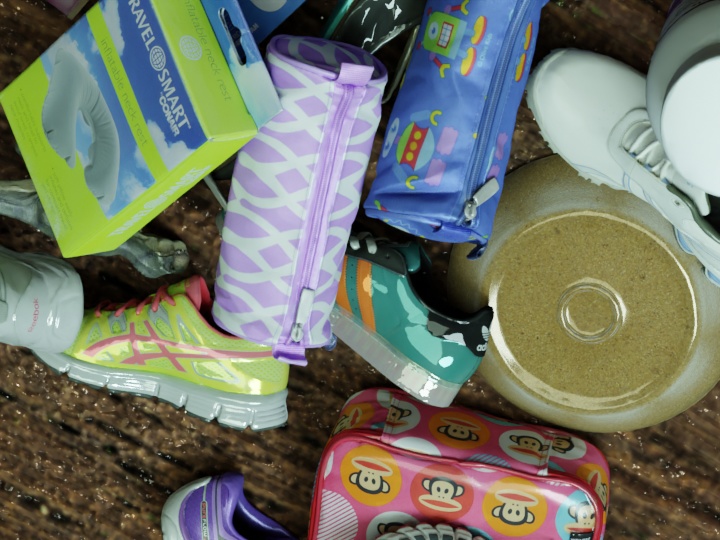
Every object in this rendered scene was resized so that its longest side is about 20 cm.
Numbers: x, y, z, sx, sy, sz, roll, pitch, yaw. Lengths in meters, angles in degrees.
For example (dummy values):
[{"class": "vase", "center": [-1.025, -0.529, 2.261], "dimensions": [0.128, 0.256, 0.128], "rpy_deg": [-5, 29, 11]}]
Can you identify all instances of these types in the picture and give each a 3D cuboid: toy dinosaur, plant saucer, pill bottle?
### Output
[{"class": "toy dinosaur", "center": [-0.200, -0.057, 1.481], "dimensions": [0.199, 0.047, 0.089], "rpy_deg": [16, 81, -12]}, {"class": "plant saucer", "center": [0.152, 0.022, 1.449], "dimensions": [0.199, 0.035, 0.201], "rpy_deg": [5, 113, 11]}, {"class": "pill bottle", "center": [0.224, -0.113, 1.283], "dimensions": [0.112, 0.200, 0.113], "rpy_deg": [5, 113, 12]}]

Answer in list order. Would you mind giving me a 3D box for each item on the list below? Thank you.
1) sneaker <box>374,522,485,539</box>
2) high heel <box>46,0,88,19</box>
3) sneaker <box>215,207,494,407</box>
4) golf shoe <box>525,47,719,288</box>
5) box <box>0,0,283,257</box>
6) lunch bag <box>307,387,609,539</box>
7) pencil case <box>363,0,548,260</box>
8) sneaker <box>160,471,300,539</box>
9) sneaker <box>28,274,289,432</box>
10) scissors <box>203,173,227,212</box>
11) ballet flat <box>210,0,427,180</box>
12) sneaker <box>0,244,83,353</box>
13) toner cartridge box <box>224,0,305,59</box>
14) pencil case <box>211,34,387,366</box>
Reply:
[{"class": "sneaker", "center": [0.084, 0.220, 1.440], "dimensions": [0.199, 0.075, 0.081], "rpy_deg": [8, 117, 5]}, {"class": "high heel", "center": [-0.171, -0.252, 1.399], "dimensions": [0.096, 0.067, 0.200], "rpy_deg": [35, 129, -14]}, {"class": "sneaker", "center": [0.000, 0.000, 1.457], "dimensions": [0.200, 0.071, 0.080], "rpy_deg": [36, 106, 6]}, {"class": "golf shoe", "center": [0.191, -0.070, 1.358], "dimensions": [0.200, 0.097, 0.078], "rpy_deg": [38, 85, -4]}, {"class": "box", "center": [-0.140, -0.103, 1.379], "dimensions": [0.200, 0.048, 0.122], "rpy_deg": [-34, 75, 44]}, {"class": "lunch bag", "center": [0.063, 0.183, 1.516], "dimensions": [0.199, 0.082, 0.177], "rpy_deg": [13, 119, 6]}, {"class": "pencil case", "center": [0.066, -0.111, 1.353], "dimensions": [0.078, 0.087, 0.201], "rpy_deg": [15, 93, -37]}, {"class": "sneaker", "center": [-0.062, 0.232, 1.566], "dimensions": [0.083, 0.081, 0.200], "rpy_deg": [-30, 102, 17]}, {"class": "sneaker", "center": [-0.137, 0.041, 1.514], "dimensions": [0.199, 0.078, 0.091], "rpy_deg": [15, 102, 5]}, {"class": "scissors", "center": [-0.115, -0.087, 1.427], "dimensions": [0.200, 0.014, 0.073], "rpy_deg": [53, 157, 15]}, {"class": "ballet flat", "center": [-0.021, -0.115, 1.419], "dimensions": [0.068, 0.068, 0.200], "rpy_deg": [37, 116, -12]}, {"class": "sneaker", "center": [-0.280, 0.003, 1.484], "dimensions": [0.199, 0.099, 0.078], "rpy_deg": [12, 94, 40]}, {"class": "toner cartridge box", "center": [-0.060, -0.210, 1.400], "dimensions": [0.200, 0.043, 0.095], "rpy_deg": [-41, 96, 25]}, {"class": "pencil case", "center": [-0.038, -0.045, 1.368], "dimensions": [0.083, 0.086, 0.201], "rpy_deg": [5, 111, -16]}]
